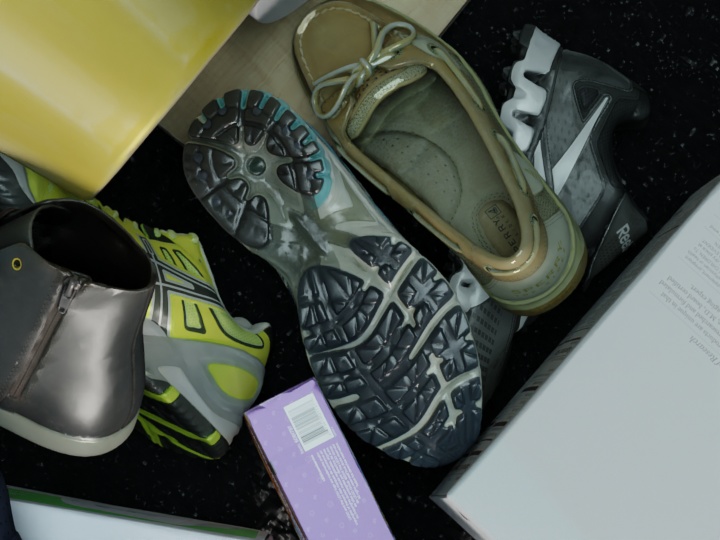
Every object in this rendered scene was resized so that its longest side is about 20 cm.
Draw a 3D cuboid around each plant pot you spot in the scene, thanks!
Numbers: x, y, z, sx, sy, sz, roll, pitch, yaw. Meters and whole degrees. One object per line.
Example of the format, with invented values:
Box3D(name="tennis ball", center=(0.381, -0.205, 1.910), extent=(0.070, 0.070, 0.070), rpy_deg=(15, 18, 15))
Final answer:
Box3D(name="plant pot", center=(-0.148, -0.140, 1.118), extent=(0.189, 0.201, 0.201), rpy_deg=(40, 85, -6))

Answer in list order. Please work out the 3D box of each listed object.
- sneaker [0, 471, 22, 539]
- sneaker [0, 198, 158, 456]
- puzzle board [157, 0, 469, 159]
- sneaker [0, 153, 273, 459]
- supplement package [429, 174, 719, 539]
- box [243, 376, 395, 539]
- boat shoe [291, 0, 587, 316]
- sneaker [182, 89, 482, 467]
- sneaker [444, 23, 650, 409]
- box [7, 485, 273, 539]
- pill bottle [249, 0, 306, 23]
Box3D(name="sneaker", center=(-0.134, 0.176, 1.131), extent=(0.108, 0.070, 0.202), rpy_deg=(0, 93, 5))
Box3D(name="sneaker", center=(-0.183, -0.001, 1.140), extent=(0.199, 0.107, 0.075), rpy_deg=(19, 41, 1))
Box3D(name="puzzle board", center=(-0.033, -0.145, 1.285), extent=(0.150, 0.017, 0.200), rpy_deg=(39, 85, 3))
Box3D(name="sneaker", center=(-0.119, 0.002, 1.221), extent=(0.200, 0.075, 0.077), rpy_deg=(50, 60, -31))
Box3D(name="supplement package", center=(0.154, 0.080, 1.201), extent=(0.152, 0.151, 0.200), rpy_deg=(42, 85, 2))
Box3D(name="box", center=(0.005, 0.150, 1.199), extent=(0.039, 0.137, 0.201), rpy_deg=(-26, 86, -4))
Box3D(name="boat shoe", center=(0.029, -0.063, 1.208), extent=(0.073, 0.063, 0.201), rpy_deg=(-39, 62, 7))
Box3D(name="sneaker", center=(0.000, 0.000, 1.217), extent=(0.077, 0.086, 0.201), rpy_deg=(-34, 82, 12))
Box3D(name="sneaker", center=(0.090, -0.014, 1.250), extent=(0.090, 0.066, 0.201), rpy_deg=(16, 83, 3))
Box3D(name="box", center=(-0.152, 0.194, 1.215), extent=(0.198, 0.097, 0.178), rpy_deg=(10, 87, 1))
Box3D(name="pill bottle", center=(-0.089, -0.215, 1.228), extent=(0.112, 0.112, 0.200), rpy_deg=(-45, 78, -4))
